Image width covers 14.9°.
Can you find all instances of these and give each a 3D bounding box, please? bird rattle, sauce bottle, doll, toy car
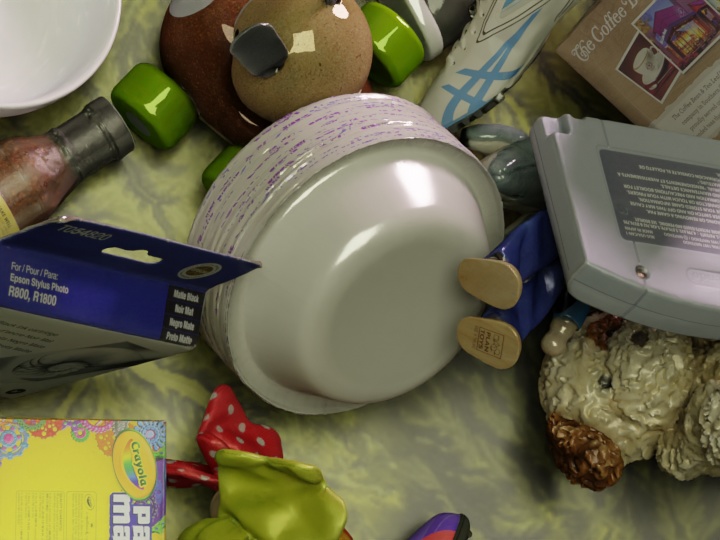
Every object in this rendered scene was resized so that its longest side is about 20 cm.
[{"bbox_3d":[-0.054,0.167,1.662,0.163,0.200,0.113,43,88,-9],"label":"bird rattle"},{"bbox_3d":[-0.233,-0.040,1.729,0.200,0.066,0.066,-32,87,-13],"label":"sauce bottle"},{"bbox_3d":[0.125,-0.006,1.710,0.048,0.200,0.137,15,119,28],"label":"doll"},{"bbox_3d":[-0.052,-0.144,1.706,0.158,0.200,0.164,41,75,6],"label":"toy car"}]

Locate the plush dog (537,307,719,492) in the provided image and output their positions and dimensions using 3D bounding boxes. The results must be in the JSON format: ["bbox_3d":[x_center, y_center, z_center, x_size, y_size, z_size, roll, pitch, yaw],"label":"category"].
[{"bbox_3d":[0.200,0.075,1.767,0.171,0.161,0.201,7,50,5],"label":"plush dog"}]

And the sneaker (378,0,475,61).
[{"bbox_3d":[0.036,-0.247,1.816,0.099,0.071,0.201,-29,92,-16],"label":"sneaker"}]

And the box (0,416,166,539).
[{"bbox_3d":[-0.183,0.197,1.629,0.121,0.193,0.201,1,80,-9],"label":"box"}]

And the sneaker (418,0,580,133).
[{"bbox_3d":[0.094,-0.164,1.775,0.072,0.072,0.200,40,112,-2],"label":"sneaker"}]

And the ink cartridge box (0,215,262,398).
[{"bbox_3d":[-0.186,0.026,1.572,0.199,0.199,0.041,-18,73,30],"label":"ink cartridge box"}]

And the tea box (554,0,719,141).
[{"bbox_3d":[0.259,-0.197,1.748,0.134,0.200,0.197,43,53,0],"label":"tea box"}]

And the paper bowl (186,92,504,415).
[{"bbox_3d":[0.000,0.000,1.688,0.200,0.201,0.104,-31,44,-14],"label":"paper bowl"}]

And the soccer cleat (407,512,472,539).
[{"bbox_3d":[-0.004,0.224,1.723,0.073,0.068,0.200,35,78,2],"label":"soccer cleat"}]

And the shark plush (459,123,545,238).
[{"bbox_3d":[0.158,-0.060,1.790,0.199,0.083,0.091,2,72,-22],"label":"shark plush"}]

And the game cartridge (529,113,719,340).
[{"bbox_3d":[0.201,-0.022,1.675,0.199,0.041,0.134,8,50,-28],"label":"game cartridge"}]

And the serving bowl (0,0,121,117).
[{"bbox_3d":[-0.253,-0.182,1.735,0.199,0.066,0.201,13,63,-27],"label":"serving bowl"}]
